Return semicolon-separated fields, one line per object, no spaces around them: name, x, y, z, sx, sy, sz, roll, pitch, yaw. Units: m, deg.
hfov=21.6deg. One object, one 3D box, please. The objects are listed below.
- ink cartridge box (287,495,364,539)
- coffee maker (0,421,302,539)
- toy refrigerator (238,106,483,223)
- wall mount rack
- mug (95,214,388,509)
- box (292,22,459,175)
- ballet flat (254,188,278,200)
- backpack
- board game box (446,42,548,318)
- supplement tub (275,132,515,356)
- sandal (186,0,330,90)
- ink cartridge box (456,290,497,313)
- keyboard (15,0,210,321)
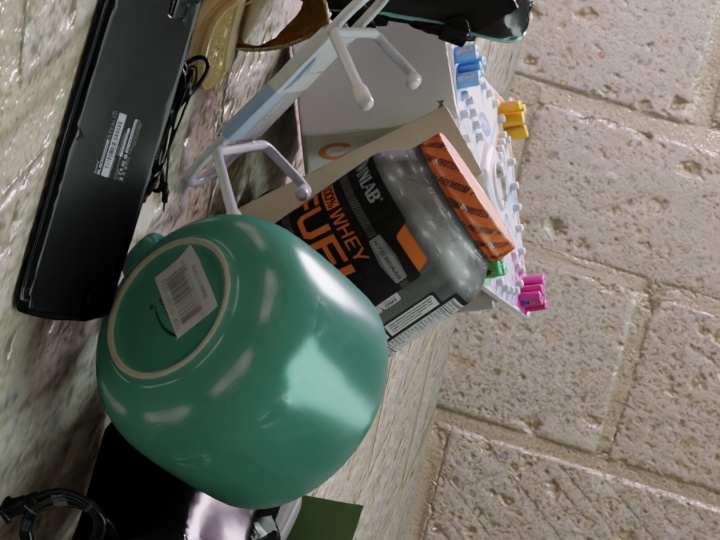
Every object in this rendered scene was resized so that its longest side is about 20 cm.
ink cartridge box;-0.090;0.241;1.527;0.199;0.048;0.147;-2;-114;58
coffee maker;-0.118;0.154;1.172;0.200;0.133;0.193;-82;159;-60
toy refrigerator;-0.011;-0.044;1.419;0.199;0.070;0.076;-27;164;-5
wall mount rack;-0.035;-0.099;1.233;0.200;0.075;0.174;-44;175;17
mug;-0.089;0.045;1.086;0.114;0.184;0.153;40;61;-46
box;0.012;-0.114;1.548;0.200;0.123;0.098;89;-6;-67
ballet flat;-0.079;0.002;1.559;0.067;0.046;0.201;-32;147;-23
backpack;0.042;-0.259;1.370;0.200;0.174;0.155;-95;-169;-70
board game box;0.119;-0.073;1.606;0.200;0.026;0.202;31;52;-70
supplement tub;0.000;0.000;1.304;0.199;0.123;0.123;-35;176;7
sandal;-0.056;-0.167;1.249;0.212;0.069;0.078;-61;165;-58
ink cartridge box;0.027;-0.004;1.663;0.116;0.198;0.067;-55;135;-66
keyboard;-0.141;-0.070;1.042;0.104;0.039;0.202;17;91;-59
